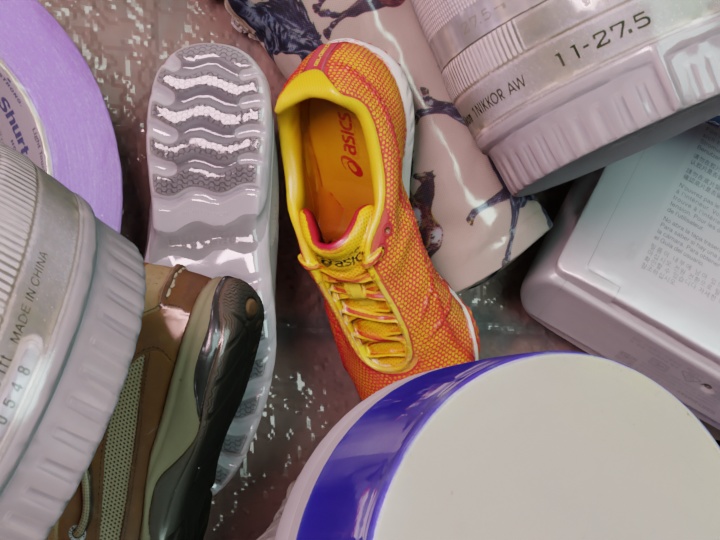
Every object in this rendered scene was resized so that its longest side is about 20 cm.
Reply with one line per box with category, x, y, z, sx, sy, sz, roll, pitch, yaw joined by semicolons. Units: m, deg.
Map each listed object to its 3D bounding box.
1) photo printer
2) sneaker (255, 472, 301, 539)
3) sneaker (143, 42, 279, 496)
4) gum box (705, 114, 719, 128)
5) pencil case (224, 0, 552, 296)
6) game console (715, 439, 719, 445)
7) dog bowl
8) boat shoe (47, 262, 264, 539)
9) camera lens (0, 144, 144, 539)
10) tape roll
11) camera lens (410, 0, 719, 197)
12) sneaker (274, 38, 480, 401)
photo printer;0.193;-0.028;0.964;0.165;0.070;0.201;29;63;0
sneaker;-0.025;0.128;0.815;0.199;0.074;0.101;0;73;-56
sneaker;-0.062;0.004;0.826;0.074;0.082;0.202;10;93;9
gum box;0.154;-0.185;0.909;0.169;0.045;0.202;22;98;14
pencil case;0.012;-0.074;0.885;0.201;0.089;0.078;59;31;-9
game console;0.162;0.172;0.909;0.115;0.176;0.202;4;77;-1
dog bowl;0.066;0.135;0.746;0.198;0.079;0.202;6;77;-29
boat shoe;-0.101;0.090;0.770;0.073;0.076;0.202;19;99;7
camera lens;-0.192;0.009;0.611;0.199;0.160;0.161;30;67;-22
tape roll;-0.199;-0.033;0.756;0.198;0.065;0.202;7;77;-31
camera lens;0.093;-0.153;0.822;0.159;0.160;0.202;-21;86;-32
sneaker;0.000;0.000;0.833;0.077;0.072;0.202;-48;124;-56
